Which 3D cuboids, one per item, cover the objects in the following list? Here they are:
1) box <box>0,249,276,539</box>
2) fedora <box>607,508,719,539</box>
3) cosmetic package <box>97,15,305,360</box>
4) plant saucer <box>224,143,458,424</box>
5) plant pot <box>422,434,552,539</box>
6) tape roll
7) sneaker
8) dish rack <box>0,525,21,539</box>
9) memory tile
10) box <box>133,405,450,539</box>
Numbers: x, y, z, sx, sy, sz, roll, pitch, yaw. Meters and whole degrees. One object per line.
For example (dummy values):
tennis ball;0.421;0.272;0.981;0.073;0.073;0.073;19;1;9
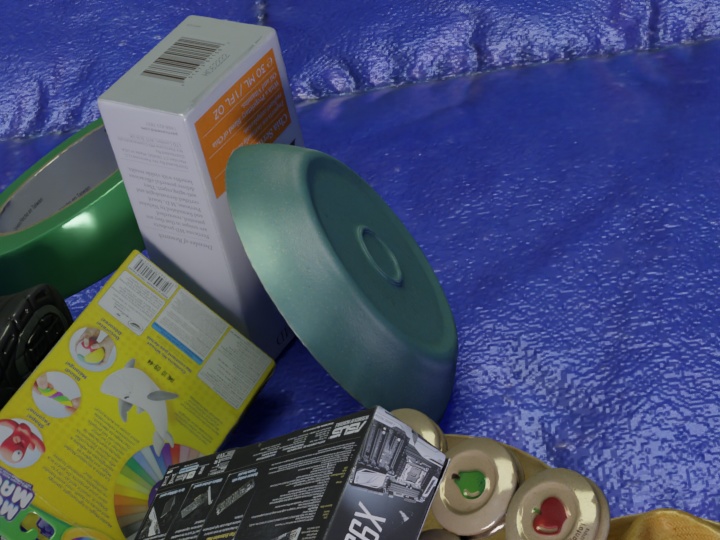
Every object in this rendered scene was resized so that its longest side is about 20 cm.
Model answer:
box;-0.145;0.095;0.986;0.117;0.048;0.200;39;47;-4
fedora;0.154;0.178;0.783;0.198;0.082;0.202;-1;45;1
cosmetic package;-0.085;-0.046;1.062;0.071;0.201;0.102;13;45;31
plant saucer;0.000;0.000;0.986;0.036;0.200;0.201;-36;33;20
plant pot;0.030;0.168;0.903;0.198;0.028;0.201;-8;38;6
tape roll;-0.182;-0.052;1.164;0.199;0.048;0.201;-29;23;13
sneaker;-0.250;0.084;1.002;0.090;0.077;0.200;-3;30;31
dish rack;-0.285;0.182;0.971;0.198;0.044;0.172;-13;39;1
memory tile;0.023;0.172;0.813;0.152;0.017;0.202;18;79;41
box;-0.059;0.158;0.819;0.199;0.050;0.159;-22;37;50
